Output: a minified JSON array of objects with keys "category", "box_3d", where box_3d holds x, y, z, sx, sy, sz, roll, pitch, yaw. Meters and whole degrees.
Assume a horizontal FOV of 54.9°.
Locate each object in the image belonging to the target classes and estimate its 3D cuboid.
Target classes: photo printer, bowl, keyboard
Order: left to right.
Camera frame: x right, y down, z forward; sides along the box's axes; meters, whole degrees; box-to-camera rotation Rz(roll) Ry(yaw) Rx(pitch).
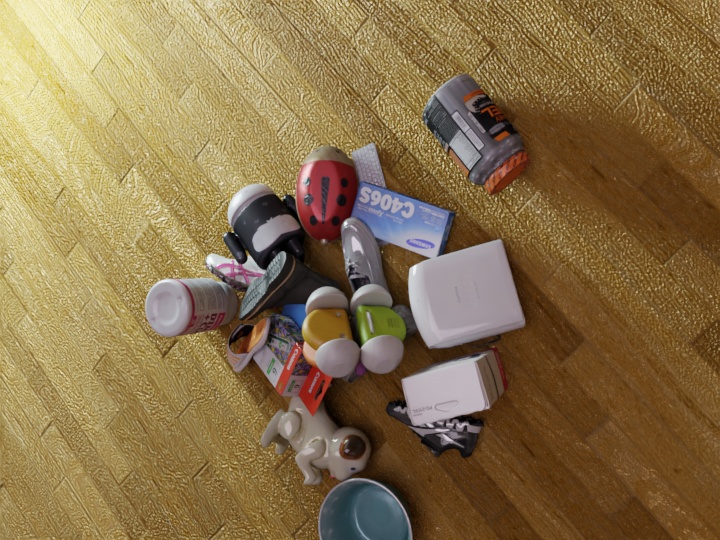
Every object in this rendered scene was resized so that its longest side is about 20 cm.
[{"category":"bowl","box_3d":[0.024,0.499,1.370,0.195,0.105,0.208,1,92,22]},{"category":"keyboard","box_3d":[0.031,-0.153,1.410,0.055,0.011,0.206,-17,84,22]},{"category":"photo printer","box_3d":[0.189,0.047,1.283,0.194,0.070,0.171,-15,76,6]}]

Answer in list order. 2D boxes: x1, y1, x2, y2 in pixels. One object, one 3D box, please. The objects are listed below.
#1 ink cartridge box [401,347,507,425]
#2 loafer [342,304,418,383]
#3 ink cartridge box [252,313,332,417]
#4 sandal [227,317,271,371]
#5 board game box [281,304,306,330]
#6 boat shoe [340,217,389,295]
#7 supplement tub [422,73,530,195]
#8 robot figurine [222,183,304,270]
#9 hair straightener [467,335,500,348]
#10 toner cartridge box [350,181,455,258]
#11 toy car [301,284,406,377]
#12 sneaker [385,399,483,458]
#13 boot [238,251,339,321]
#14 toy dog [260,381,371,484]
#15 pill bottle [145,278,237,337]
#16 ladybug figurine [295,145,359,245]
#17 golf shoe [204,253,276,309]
[{"category":"ink cartridge box","box_3d":[0.175,0.206,1.253,0.141,0.199,0.087,-18,84,21]},{"category":"loafer","box_3d":[0.038,0.157,1.379,0.201,0.069,0.070,-48,66,15]},{"category":"ink cartridge box","box_3d":[-0.138,0.188,1.392,0.200,0.050,0.111,43,112,44]},{"category":"sandal","box_3d":[-0.244,0.142,1.451,0.207,0.058,0.081,-47,27,51]},{"category":"board game box","box_3d":[-0.097,0.121,1.452,0.155,0.039,0.206,14,96,31]},{"category":"boat shoe","box_3d":[0.000,0.000,1.367,0.070,0.068,0.206,-5,107,31]},{"category":"supplement tub","box_3d":[0.214,-0.247,1.273,0.122,0.122,0.202,-41,77,17]},{"category":"robot figurine","box_3d":[-0.193,-0.084,1.442,0.201,0.149,0.125,51,121,17]},{"category":"hair straightener","box_3d":[0.179,0.090,1.342,0.197,0.041,0.078,31,102,15]},{"category":"toner cartridge box","box_3d":[0.079,-0.100,1.361,0.196,0.043,0.098,21,101,21]},{"category":"toy car","box_3d":[-0.014,0.132,1.289,0.194,0.152,0.178,-3,46,-12]},{"category":"sneaker","box_3d":[0.136,0.311,1.342,0.195,0.066,0.093,11,93,20]},{"category":"boot","box_3d":[-0.148,0.060,1.400,0.199,0.136,0.079,-40,37,39]},{"category":"toy dog","box_3d":[-0.070,0.344,1.407,0.197,0.141,0.196,26,67,21]},{"category":"pill bottle","box_3d":[-0.350,0.075,1.468,0.110,0.199,0.117,0,91,22]},{"category":"ladybug figurine","box_3d":[-0.068,-0.155,1.401,0.131,0.072,0.207,-1,85,2]},{"category":"golf shoe","box_3d":[-0.245,0.004,1.500,0.196,0.073,0.094,25,80,14]}]
